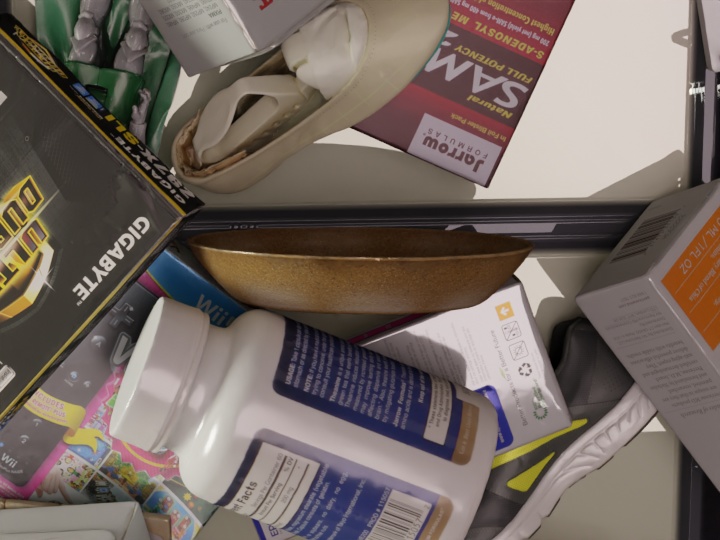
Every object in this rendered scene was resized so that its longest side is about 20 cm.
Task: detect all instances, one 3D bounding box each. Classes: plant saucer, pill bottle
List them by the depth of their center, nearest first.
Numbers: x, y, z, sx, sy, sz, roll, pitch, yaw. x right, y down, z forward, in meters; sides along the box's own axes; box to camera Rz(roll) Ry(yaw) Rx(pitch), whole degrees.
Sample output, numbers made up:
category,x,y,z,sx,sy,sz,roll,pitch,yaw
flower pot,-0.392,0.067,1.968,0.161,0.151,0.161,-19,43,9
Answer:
category,x,y,z,sx,sy,sz,roll,pitch,yaw
pill bottle,-0.033,0.088,1.289,0.199,0.111,0.112,22,98,-10
plant saucer,0.000,0.000,1.323,0.199,0.200,0.036,0,95,-7

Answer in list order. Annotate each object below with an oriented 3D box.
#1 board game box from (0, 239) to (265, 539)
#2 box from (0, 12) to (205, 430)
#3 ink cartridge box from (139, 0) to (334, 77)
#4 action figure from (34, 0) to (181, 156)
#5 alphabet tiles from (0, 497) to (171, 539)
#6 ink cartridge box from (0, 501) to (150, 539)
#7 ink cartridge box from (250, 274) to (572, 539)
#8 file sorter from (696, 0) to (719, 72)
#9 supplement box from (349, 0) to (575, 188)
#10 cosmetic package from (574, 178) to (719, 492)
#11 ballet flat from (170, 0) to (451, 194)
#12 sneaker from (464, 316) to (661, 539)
category,x,y,z,sx,sy,sz,roll,pitch,yaw
board game box,-0.140,0.087,1.398,0.147,0.064,0.200,37,94,-13
box,-0.212,-0.020,1.311,0.160,0.049,0.200,45,107,2
ink cartridge box,-0.083,-0.231,1.296,0.146,0.083,0.201,-41,106,-33
action figure,-0.151,-0.097,1.344,0.117,0.055,0.202,10,91,11
alphabet tiles,-0.192,0.223,1.403,0.166,0.008,0.201,4,120,7
ink cartridge box,-0.186,0.255,1.332,0.144,0.145,0.201,-6,118,15
ink cartridge box,0.017,0.082,1.367,0.199,0.037,0.095,-22,104,-4
file sorter,0.269,-0.222,1.351,0.138,0.125,0.201,-12,102,-5
supplement box,0.066,-0.163,1.371,0.108,0.061,0.201,22,100,-11
cosmetic package,0.232,0.056,1.409,0.200,0.071,0.102,52,55,-14
ballet flat,-0.035,-0.106,1.325,0.200,0.070,0.069,-37,105,31
sneaker,0.093,0.110,1.432,0.200,0.074,0.085,-42,98,-6
